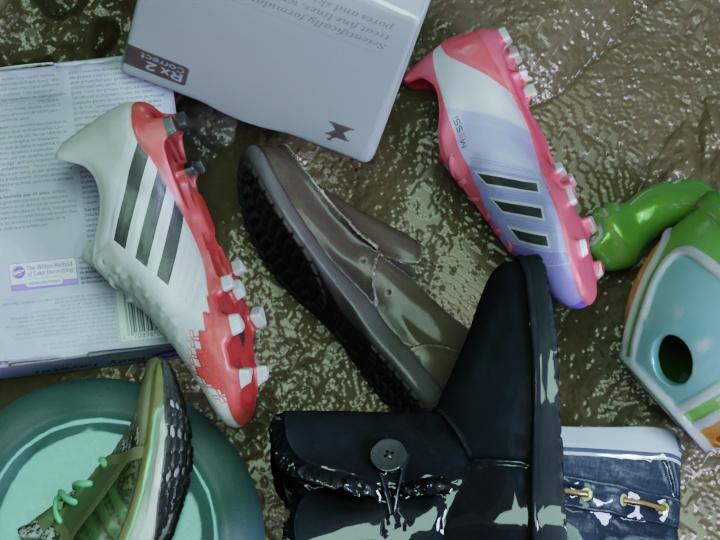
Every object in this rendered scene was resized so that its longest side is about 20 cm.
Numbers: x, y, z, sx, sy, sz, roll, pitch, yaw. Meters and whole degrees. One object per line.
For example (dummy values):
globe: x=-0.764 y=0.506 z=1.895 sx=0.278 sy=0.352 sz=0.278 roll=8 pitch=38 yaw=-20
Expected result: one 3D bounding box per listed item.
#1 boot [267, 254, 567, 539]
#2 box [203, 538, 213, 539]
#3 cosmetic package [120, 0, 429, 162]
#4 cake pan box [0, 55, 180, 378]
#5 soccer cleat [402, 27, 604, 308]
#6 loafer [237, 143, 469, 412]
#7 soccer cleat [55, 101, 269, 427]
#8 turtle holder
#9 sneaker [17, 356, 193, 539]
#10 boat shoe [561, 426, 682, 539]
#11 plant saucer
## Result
boot: x=0.031 y=0.082 z=1.614 sx=0.167 sy=0.077 sz=0.201 roll=-1 pitch=62 yaw=0
box: x=-0.026 y=0.249 z=1.592 sx=0.200 sy=0.095 sz=0.100 roll=40 pitch=74 yaw=-24
cosmetic package: x=-0.028 y=-0.207 z=1.681 sx=0.164 sy=0.165 sz=0.201 roll=20 pitch=59 yaw=-1
cake pan box: x=-0.194 y=-0.031 z=1.705 sx=0.199 sy=0.052 sz=0.185 roll=-8 pitch=80 yaw=-7
soccer cleat: x=0.088 y=-0.057 z=1.721 sx=0.076 sy=0.067 sz=0.201 roll=-24 pitch=65 yaw=10
loafer: x=0.000 y=0.000 z=1.712 sx=0.071 sy=0.073 sz=0.200 roll=-37 pitch=88 yaw=-21
soccer cleat: x=-0.115 y=0.001 z=1.653 sx=0.085 sy=0.069 sz=0.201 roll=-20 pitch=90 yaw=13
turtle holder: x=0.214 y=0.022 z=1.687 sx=0.132 sy=0.141 sz=0.186 roll=-42 pitch=88 yaw=2
sneaker: x=-0.153 y=0.142 z=1.622 sx=0.088 sy=0.077 sz=0.201 roll=11 pitch=76 yaw=9
boat shoe: x=0.097 y=0.141 z=1.679 sx=0.199 sy=0.071 sz=0.091 roll=0 pitch=73 yaw=-7
plant saucer: x=-0.154 y=0.159 z=1.671 sx=0.199 sy=0.036 sz=0.201 roll=1 pitch=76 yaw=-5
